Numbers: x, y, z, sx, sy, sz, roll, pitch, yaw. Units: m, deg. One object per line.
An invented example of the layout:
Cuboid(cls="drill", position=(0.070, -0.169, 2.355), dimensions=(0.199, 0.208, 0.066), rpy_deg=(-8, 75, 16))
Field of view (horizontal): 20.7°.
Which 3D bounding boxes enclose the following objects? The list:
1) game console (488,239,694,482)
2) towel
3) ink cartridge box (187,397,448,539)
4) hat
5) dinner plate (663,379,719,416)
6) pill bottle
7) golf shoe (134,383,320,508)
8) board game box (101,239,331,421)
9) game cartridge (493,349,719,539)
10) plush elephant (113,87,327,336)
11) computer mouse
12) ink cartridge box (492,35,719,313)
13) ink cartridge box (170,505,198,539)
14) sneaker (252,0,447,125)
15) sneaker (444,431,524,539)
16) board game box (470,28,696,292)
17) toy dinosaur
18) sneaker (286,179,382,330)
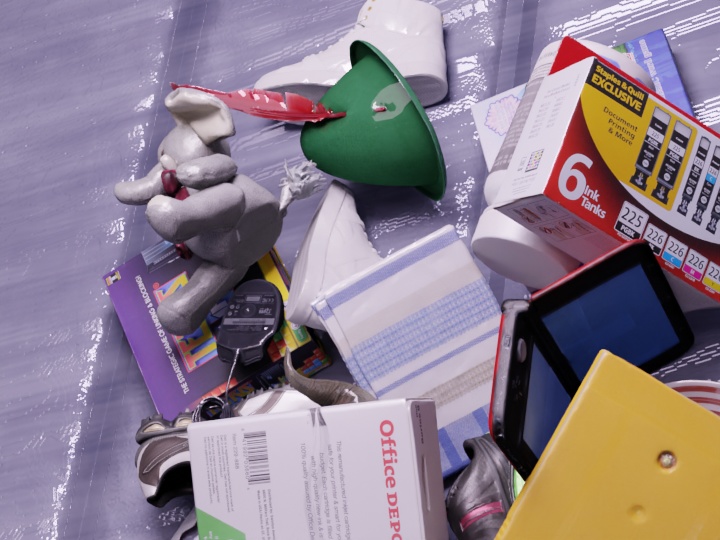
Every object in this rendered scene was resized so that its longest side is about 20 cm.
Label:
Cuboid(cls="game console", position=(0.194, 0.095, 1.622), dimensions=(0.118, 0.200, 0.173), rpy_deg=(-3, 61, 23))
Cuboid(cls="towel", position=(0.065, 0.076, 1.734), dimensions=(0.146, 0.024, 0.201), rpy_deg=(-29, 94, 7))
Cuboid(cls="ink cartridge box", position=(-0.033, 0.188, 1.643), dimensions=(0.199, 0.084, 0.147), rpy_deg=(-7, 85, 19))
Cuboid(cls="hat", position=(-0.041, -0.109, 1.847), dimensions=(0.175, 0.166, 0.200), rpy_deg=(-28, 37, -13))
Cuboid(cls="dinner plate", position=(0.274, 0.191, 1.613), dimensions=(0.199, 0.024, 0.202), rpy_deg=(-2, 81, 15))
Cuboid(cls="pill bottle", position=(0.177, -0.092, 1.740), dimensions=(0.113, 0.114, 0.201), rpy_deg=(14, 69, 30))
Cuboid(cls="golf shoe", position=(-0.108, 0.166, 1.781), dimensions=(0.199, 0.078, 0.095), rpy_deg=(-16, 41, 12))
Cuboid(cls="board game box", position=(-0.141, 0.046, 1.893), dimensions=(0.165, 0.057, 0.201), rpy_deg=(-31, 54, 3))
Cuboid(cls="game cartridge", position=(0.219, 0.192, 1.574), dimensions=(0.176, 0.032, 0.201), rpy_deg=(30, 91, -2))
Cuboid(cls="plush elephant", position=(-0.153, -0.075, 1.839), dimensions=(0.200, 0.165, 0.155), rpy_deg=(-37, 55, -23))
Cuboid(cls="computer mouse", position=(-0.109, 0.093, 1.783), dimensions=(0.058, 0.034, 0.201), rpy_deg=(2, 54, 20))
Cuboid(cls="ink cartridge box", position=(0.236, -0.087, 1.659), dimensions=(0.084, 0.199, 0.176), rpy_deg=(-15, 50, 62))
Cuboid(cls="ink cartridge box", position=(-0.099, 0.278, 1.759), dimensions=(0.200, 0.050, 0.163), rpy_deg=(20, 72, 50))
Cuboid(cls="sneaker", position=(-0.009, -0.214, 1.980), dimensions=(0.199, 0.074, 0.116), rpy_deg=(-5, 57, 12))
Cuboid(cls="sneaker", position=(0.111, 0.218, 1.661), dimensions=(0.083, 0.077, 0.201), rpy_deg=(-8, 42, 18))
Cuboid(cls="board game box", position=(0.218, -0.103, 1.824), dimensions=(0.199, 0.041, 0.201), rpy_deg=(-22, 56, 12))
Cuboid(cls="toy dinosaur", position=(-0.004, 0.153, 1.720), dimensions=(0.102, 0.077, 0.201), rpy_deg=(-25, 80, 13))
Cuboid(cls="sneaker", position=(0.000, 0.000, 1.847), dimensions=(0.115, 0.074, 0.201), rpy_deg=(21, 37, -8))
